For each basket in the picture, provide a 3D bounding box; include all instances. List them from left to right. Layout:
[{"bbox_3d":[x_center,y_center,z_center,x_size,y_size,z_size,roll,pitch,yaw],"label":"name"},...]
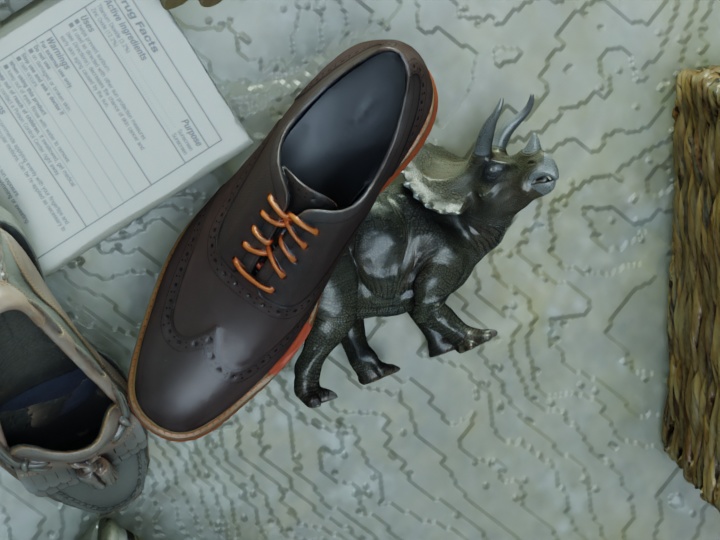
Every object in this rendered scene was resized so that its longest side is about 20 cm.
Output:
[{"bbox_3d":[0.225,0.008,1.059,0.149,0.143,0.200,0,100,-7],"label":"basket"}]

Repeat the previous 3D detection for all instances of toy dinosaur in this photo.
[{"bbox_3d":[0.000,0.000,1.071,0.200,0.077,0.102,-20,90,1],"label":"toy dinosaur"}]

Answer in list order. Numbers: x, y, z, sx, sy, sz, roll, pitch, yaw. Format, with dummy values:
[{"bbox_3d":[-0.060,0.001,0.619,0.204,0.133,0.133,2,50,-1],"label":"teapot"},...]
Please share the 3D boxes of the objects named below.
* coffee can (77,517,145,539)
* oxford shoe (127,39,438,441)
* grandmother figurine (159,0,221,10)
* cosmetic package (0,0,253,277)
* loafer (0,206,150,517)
[{"bbox_3d":[-0.062,0.221,1.053,0.200,0.146,0.147,30,95,-11],"label":"coffee can"},{"bbox_3d":[-0.039,-0.016,0.998,0.071,0.073,0.200,32,89,3],"label":"oxford shoe"},{"bbox_3d":[-0.123,-0.196,0.989,0.200,0.121,0.061,46,103,10],"label":"grandmother figurine"},{"bbox_3d":[-0.159,-0.048,1.028,0.200,0.073,0.104,-32,103,-2],"label":"cosmetic package"},{"bbox_3d":[-0.137,0.055,1.005,0.072,0.063,0.200,-30,139,-6],"label":"loafer"}]
